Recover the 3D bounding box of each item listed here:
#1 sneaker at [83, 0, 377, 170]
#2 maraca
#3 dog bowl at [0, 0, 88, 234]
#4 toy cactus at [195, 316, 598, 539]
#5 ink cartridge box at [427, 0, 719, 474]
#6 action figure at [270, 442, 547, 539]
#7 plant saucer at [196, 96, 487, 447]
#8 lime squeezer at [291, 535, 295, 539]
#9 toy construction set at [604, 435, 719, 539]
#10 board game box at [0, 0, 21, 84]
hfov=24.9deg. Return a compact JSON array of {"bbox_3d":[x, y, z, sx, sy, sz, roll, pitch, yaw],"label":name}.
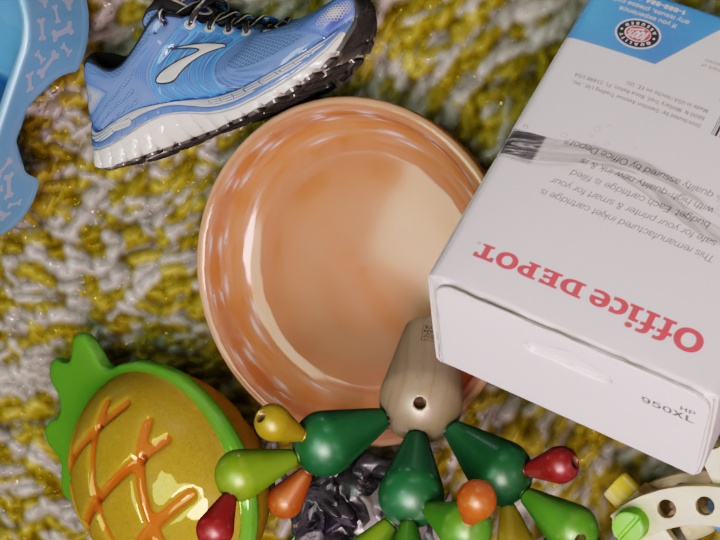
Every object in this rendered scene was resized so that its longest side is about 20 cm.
[{"bbox_3d":[-0.084,-0.125,0.936,0.199,0.078,0.090,-17,94,25],"label":"sneaker"},{"bbox_3d":[-0.130,0.116,0.984,0.199,0.106,0.138,26,114,39],"label":"maraca"},{"bbox_3d":[-0.238,-0.109,0.983,0.111,0.050,0.201,29,110,16],"label":"dog bowl"},{"bbox_3d":[0.023,0.091,0.840,0.198,0.166,0.103,1,139,11],"label":"toy cactus"},{"bbox_3d":[0.139,-0.025,0.789,0.144,0.084,0.201,23,63,19],"label":"ink cartridge box"},{"bbox_3d":[0.025,0.163,0.914,0.198,0.102,0.120,18,125,14],"label":"action figure"},{"bbox_3d":[0.000,0.000,0.941,0.198,0.037,0.202,4,100,22],"label":"plant saucer"},{"bbox_3d":[-0.101,0.204,1.019,0.199,0.038,0.071,-18,91,26],"label":"lime squeezer"},{"bbox_3d":[0.156,0.074,0.861,0.131,0.092,0.201,-28,97,25],"label":"toy construction set"},{"bbox_3d":[-0.287,-0.181,1.039,0.200,0.034,0.136,47,114,11],"label":"board game box"}]
